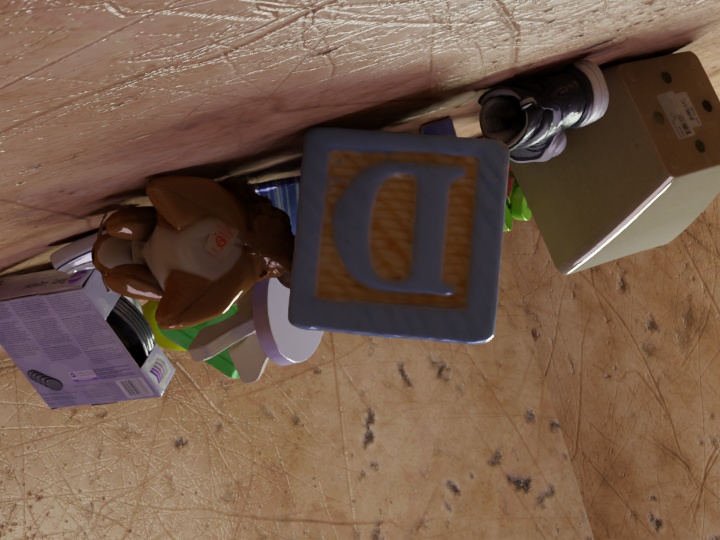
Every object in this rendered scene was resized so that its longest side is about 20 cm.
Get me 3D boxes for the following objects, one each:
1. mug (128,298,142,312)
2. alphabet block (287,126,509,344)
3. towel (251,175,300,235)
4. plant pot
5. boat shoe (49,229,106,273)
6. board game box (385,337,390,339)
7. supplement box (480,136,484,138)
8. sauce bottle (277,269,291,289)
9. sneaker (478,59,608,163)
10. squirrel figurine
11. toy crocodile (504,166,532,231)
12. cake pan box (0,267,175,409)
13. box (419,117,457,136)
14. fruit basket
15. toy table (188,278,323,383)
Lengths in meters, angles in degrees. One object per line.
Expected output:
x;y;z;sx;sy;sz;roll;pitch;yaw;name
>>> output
-0.372;0.062;1.801;0.186;0.150;0.153;-23;171;-13;mug
0.042;-0.030;1.370;0.195;0.197;0.200;7;178;4;alphabet block
-0.083;-0.061;1.539;0.198;0.024;0.145;-11;148;-5;towel
0.303;-0.137;1.558;0.199;0.201;0.177;-15;167;-37;plant pot
-0.248;-0.022;1.580;0.199;0.066;0.074;-17;178;-13;boat shoe
0.000;0.000;1.780;0.199;0.032;0.120;32;118;-29;board game box
0.205;-0.151;1.889;0.066;0.069;0.200;-19;179;22;supplement box
-0.043;0.000;1.507;0.199;0.065;0.065;23;177;0;sauce bottle
0.164;-0.154;1.436;0.113;0.076;0.200;-15;171;-22;sneaker
-0.170;-0.021;1.398;0.199;0.143;0.186;-12;-178;-34;squirrel figurine
0.178;-0.117;1.619;0.067;0.062;0.201;8;-129;28;toy crocodile
-0.343;0.082;1.677;0.199;0.185;0.052;-9;-141;33;cake pan box
0.099;-0.102;1.583;0.041;0.120;0.200;-17;178;-2;box
-0.213;0.059;1.921;0.216;0.155;0.216;-54;-168;16;fruit basket
-0.123;0.044;1.654;0.116;0.185;0.200;-13;-169;22;toy table
